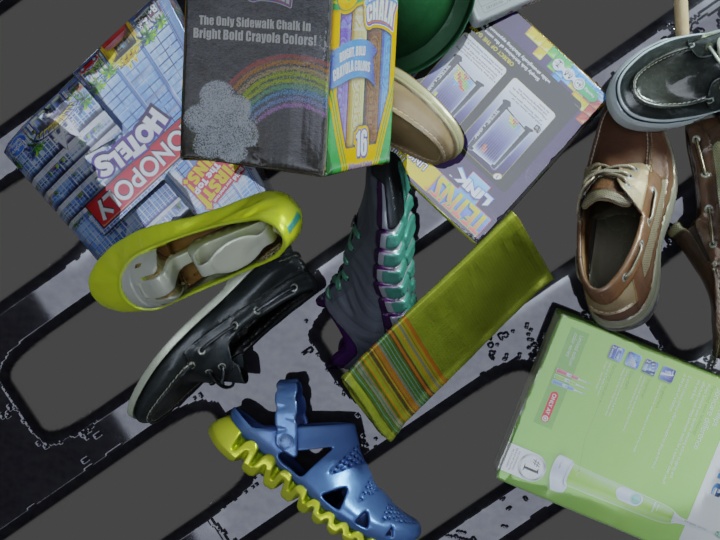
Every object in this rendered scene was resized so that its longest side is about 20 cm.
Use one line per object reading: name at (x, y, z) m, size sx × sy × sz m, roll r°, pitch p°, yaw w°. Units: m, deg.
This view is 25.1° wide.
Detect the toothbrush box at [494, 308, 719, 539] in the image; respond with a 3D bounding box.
toothbrush box at (0.227, 0.137, 1.331) m, size 0.198 × 0.086 × 0.147 m, roll 22°, pitch 93°, yaw 4°

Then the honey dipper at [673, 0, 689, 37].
honey dipper at (0.264, -0.270, 1.338) m, size 0.038 × 0.038 × 0.202 m, roll -3°, pitch 93°, yaw 4°

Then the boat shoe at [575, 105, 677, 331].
boat shoe at (0.211, -0.054, 1.299) m, size 0.075 × 0.072 × 0.202 m, roll -9°, pitch 62°, yaw 26°

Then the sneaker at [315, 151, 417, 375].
sneaker at (0.000, 0.000, 1.330) m, size 0.087 × 0.075 × 0.202 m, roll 1°, pitch 112°, yaw 13°

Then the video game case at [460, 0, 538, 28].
video game case at (0.130, -0.322, 1.322) m, size 0.181 × 0.023 × 0.201 m, roll -24°, pitch 82°, yaw -9°

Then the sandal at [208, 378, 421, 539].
sandal at (-0.028, 0.163, 1.357) m, size 0.199 × 0.079 × 0.087 m, roll 36°, pitch 91°, yaw 1°

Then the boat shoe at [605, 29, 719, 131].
boat shoe at (0.294, -0.168, 1.300) m, size 0.198 × 0.071 × 0.073 m, roll -19°, pitch 87°, yaw -11°

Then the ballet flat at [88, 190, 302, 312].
ballet flat at (-0.139, -0.009, 1.315) m, size 0.198 × 0.067 × 0.067 m, roll -22°, pitch 116°, yaw 13°

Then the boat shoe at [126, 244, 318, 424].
boat shoe at (-0.112, 0.064, 1.360) m, size 0.066 × 0.075 × 0.199 m, roll 42°, pitch 85°, yaw 13°

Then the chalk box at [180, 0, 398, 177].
chalk box at (-0.049, -0.179, 1.186) m, size 0.123 × 0.124 × 0.202 m, roll 8°, pitch 100°, yaw 23°

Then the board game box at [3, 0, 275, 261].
board game box at (-0.170, -0.092, 1.364) m, size 0.200 × 0.062 × 0.200 m, roll -42°, pitch 88°, yaw 4°

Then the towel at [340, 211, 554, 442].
towel at (0.074, 0.047, 1.327) m, size 0.200 × 0.018 × 0.086 m, roll -44°, pitch 132°, yaw -9°

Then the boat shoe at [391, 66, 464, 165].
boat shoe at (-0.012, -0.133, 1.285) m, size 0.199 × 0.071 × 0.065 m, roll 30°, pitch 63°, yaw 12°

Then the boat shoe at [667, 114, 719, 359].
boat shoe at (0.290, -0.026, 1.331) m, size 0.074 × 0.075 × 0.205 m, roll 3°, pitch 80°, yaw 7°

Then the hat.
hat at (-0.017, -0.251, 1.229) m, size 0.165 × 0.176 × 0.201 m, roll -32°, pitch 80°, yaw 17°

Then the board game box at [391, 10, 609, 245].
board game box at (0.080, -0.148, 1.346) m, size 0.200 × 0.057 × 0.165 m, roll 43°, pitch 96°, yaw 3°
